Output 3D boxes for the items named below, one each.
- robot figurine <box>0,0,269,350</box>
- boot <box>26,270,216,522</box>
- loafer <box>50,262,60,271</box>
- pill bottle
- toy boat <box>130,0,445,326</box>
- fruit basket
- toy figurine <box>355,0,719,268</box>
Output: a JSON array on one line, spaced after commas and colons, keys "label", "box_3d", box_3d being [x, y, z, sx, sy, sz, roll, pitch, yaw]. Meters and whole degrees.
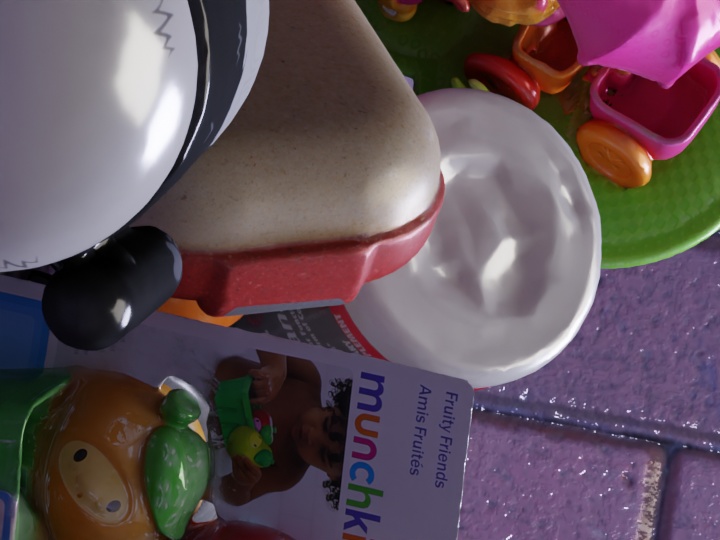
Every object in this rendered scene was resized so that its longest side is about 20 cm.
[{"label": "robot figurine", "box_3d": [-0.096, -0.069, 0.831, 0.125, 0.150, 0.200, -58, -179, 16]}, {"label": "boot", "box_3d": [-0.103, 0.095, 1.175, 0.132, 0.070, 0.200, -53, 139, -10]}, {"label": "loafer", "box_3d": [-0.084, -0.092, 1.129, 0.068, 0.070, 0.201, 15, 96, -80]}, {"label": "pill bottle", "box_3d": [0.000, 0.000, 1.129, 0.200, 0.110, 0.111, -18, -121, 63]}, {"label": "toy boat", "box_3d": [-0.057, -0.035, 1.014, 0.200, 0.130, 0.131, -119, -149, -48]}, {"label": "fruit basket", "box_3d": [-0.069, 0.104, 0.962, 0.094, 0.200, 0.186, -29, 130, -62]}, {"label": "toy figurine", "box_3d": [0.080, -0.116, 1.102, 0.150, 0.200, 0.184, -52, 170, -18]}]
